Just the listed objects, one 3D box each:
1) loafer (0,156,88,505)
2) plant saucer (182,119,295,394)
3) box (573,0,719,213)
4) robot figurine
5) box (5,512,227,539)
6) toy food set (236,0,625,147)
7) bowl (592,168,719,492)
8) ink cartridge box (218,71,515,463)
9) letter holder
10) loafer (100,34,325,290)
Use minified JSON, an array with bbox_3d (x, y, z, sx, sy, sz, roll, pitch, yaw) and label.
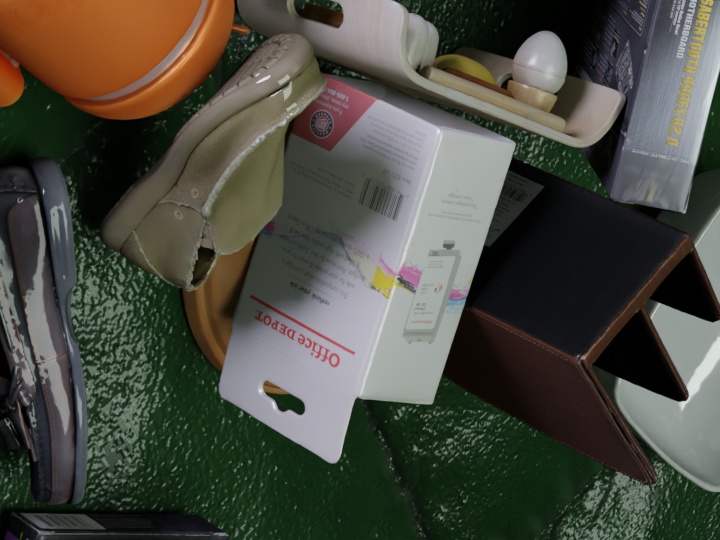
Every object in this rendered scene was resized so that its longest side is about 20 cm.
[{"bbox_3d":[-0.188,0.037,1.364,0.063,0.072,0.201,-8,110,-19],"label":"loafer"},{"bbox_3d":[-0.019,-0.015,1.509,0.200,0.037,0.201,-19,122,-35],"label":"plant saucer"},{"bbox_3d":[0.178,-0.138,1.526,0.048,0.200,0.159,10,105,-7],"label":"box"},{"bbox_3d":[-0.143,-0.152,1.272,0.200,0.116,0.144,41,66,-47],"label":"robot figurine"},{"bbox_3d":[-0.168,0.242,1.483,0.143,0.036,0.200,7,103,-44],"label":"box"},{"bbox_3d":[0.041,-0.131,1.431,0.200,0.143,0.061,18,93,-45],"label":"toy food set"},{"bbox_3d":[0.242,0.036,1.749,0.200,0.075,0.200,-56,135,-7],"label":"bowl"},{"bbox_3d":[0.000,0.000,1.423,0.067,0.116,0.200,7,105,-45],"label":"ink cartridge box"},{"bbox_3d":[0.114,0.025,1.481,0.101,0.200,0.142,-48,135,-16],"label":"letter holder"},{"bbox_3d":[-0.068,-0.055,1.336,0.067,0.200,0.076,42,51,-5],"label":"loafer"}]
